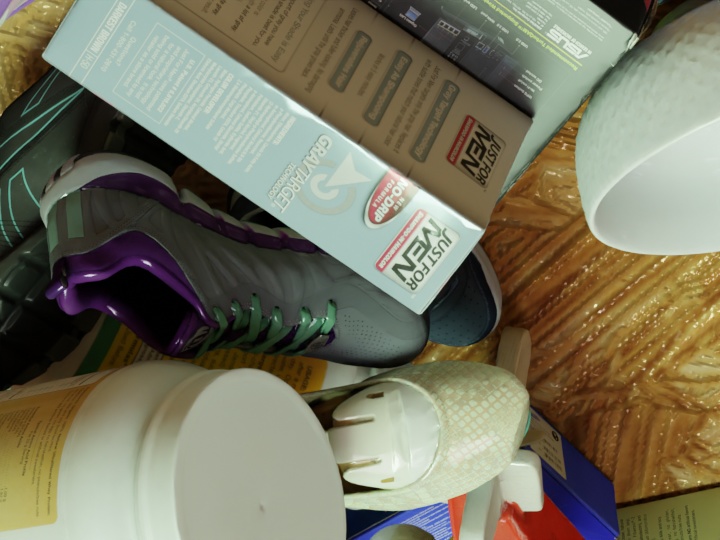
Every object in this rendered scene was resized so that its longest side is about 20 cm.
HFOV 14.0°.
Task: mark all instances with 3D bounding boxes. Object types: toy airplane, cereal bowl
[{"bbox_3d":[0.057,0.142,1.488,0.140,0.200,0.201,-8,97,29],"label":"toy airplane"},{"bbox_3d":[0.193,-0.084,1.390,0.199,0.084,0.200,-12,160,-4],"label":"cereal bowl"}]

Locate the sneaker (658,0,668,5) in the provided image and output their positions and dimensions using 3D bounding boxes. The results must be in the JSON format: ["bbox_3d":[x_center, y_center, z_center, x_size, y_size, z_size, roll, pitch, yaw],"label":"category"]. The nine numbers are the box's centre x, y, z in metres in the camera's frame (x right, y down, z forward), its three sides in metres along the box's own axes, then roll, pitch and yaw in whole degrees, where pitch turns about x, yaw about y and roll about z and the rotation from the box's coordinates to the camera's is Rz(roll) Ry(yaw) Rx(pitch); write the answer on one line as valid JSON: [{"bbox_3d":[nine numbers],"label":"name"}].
[{"bbox_3d":[0.154,-0.168,1.360,0.199,0.066,0.079,-21,95,30],"label":"sneaker"}]

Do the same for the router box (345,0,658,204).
[{"bbox_3d":[0.015,-0.127,1.344,0.200,0.062,0.150,36,125,-7],"label":"router box"}]

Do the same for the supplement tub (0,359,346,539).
[{"bbox_3d":[-0.121,0.120,1.342,0.199,0.145,0.145,-12,135,36],"label":"supplement tub"}]

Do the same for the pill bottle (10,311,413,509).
[{"bbox_3d":[-0.072,0.048,1.510,0.199,0.113,0.113,24,128,-22],"label":"pill bottle"}]

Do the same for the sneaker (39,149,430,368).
[{"bbox_3d":[-0.059,0.021,1.352,0.199,0.088,0.075,21,131,-20],"label":"sneaker"}]

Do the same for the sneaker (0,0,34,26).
[{"bbox_3d":[-0.195,-0.121,1.370,0.200,0.089,0.080,-37,122,27],"label":"sneaker"}]

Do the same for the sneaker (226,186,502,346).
[{"bbox_3d":[0.000,0.000,1.467,0.070,0.109,0.200,-31,124,24],"label":"sneaker"}]

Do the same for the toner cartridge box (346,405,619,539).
[{"bbox_3d":[0.038,0.153,1.654,0.199,0.043,0.095,-30,125,24],"label":"toner cartridge box"}]

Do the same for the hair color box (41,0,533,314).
[{"bbox_3d":[-0.029,-0.079,1.289,0.199,0.099,0.061,34,126,-5],"label":"hair color box"}]

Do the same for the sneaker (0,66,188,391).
[{"bbox_3d":[-0.148,-0.030,1.411,0.201,0.079,0.075,-55,140,1],"label":"sneaker"}]

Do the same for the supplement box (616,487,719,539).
[{"bbox_3d":[0.230,0.234,1.669,0.198,0.135,0.201,-13,132,10],"label":"supplement box"}]

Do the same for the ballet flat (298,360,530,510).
[{"bbox_3d":[-0.015,0.087,1.395,0.199,0.068,0.062,-13,178,27],"label":"ballet flat"}]
